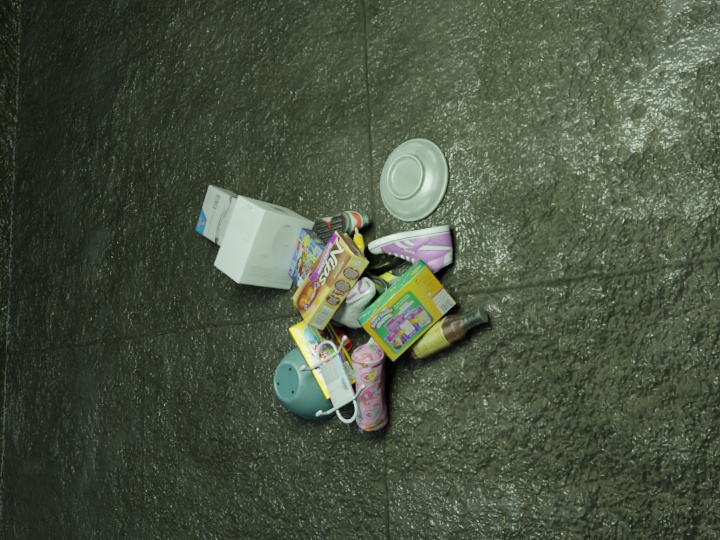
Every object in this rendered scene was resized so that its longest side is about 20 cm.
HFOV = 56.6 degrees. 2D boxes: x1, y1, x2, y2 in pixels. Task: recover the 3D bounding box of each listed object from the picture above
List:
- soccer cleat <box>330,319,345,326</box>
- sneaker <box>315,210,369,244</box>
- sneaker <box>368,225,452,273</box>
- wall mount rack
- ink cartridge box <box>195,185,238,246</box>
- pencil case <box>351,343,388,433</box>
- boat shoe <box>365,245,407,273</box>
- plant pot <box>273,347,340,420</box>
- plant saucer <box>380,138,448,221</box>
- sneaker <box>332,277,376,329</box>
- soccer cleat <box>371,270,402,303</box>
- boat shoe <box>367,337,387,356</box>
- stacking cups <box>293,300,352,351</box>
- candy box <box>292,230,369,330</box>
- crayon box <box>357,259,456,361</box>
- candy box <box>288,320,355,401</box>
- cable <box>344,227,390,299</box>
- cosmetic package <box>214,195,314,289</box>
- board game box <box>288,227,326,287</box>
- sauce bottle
[{"bbox_3d":[-0.080,0.051,1.714,0.064,0.083,0.203,-39,62,27],"label":"soccer cleat"},{"bbox_3d":[-0.046,-0.111,1.722,0.199,0.091,0.072,-14,85,64],"label":"sneaker"},{"bbox_3d":[0.117,-0.033,1.546,0.195,0.073,0.117,-8,91,15],"label":"sneaker"},{"bbox_3d":[-0.053,0.245,1.540,0.173,0.074,0.203,-35,68,30],"label":"wall mount rack"},{"bbox_3d":[-0.384,-0.147,1.977,0.198,0.083,0.148,28,102,38],"label":"ink cartridge box"},{"bbox_3d":[0.021,0.277,1.567,0.086,0.087,0.205,17,121,38],"label":"pencil case"},{"bbox_3d":[0.055,-0.038,1.633,0.199,0.060,0.073,-25,69,33],"label":"boat shoe"},{"bbox_3d":[-0.145,0.283,1.704,0.197,0.133,0.206,-5,82,37],"label":"plant pot"},{"bbox_3d":[0.118,-0.222,1.614,0.197,0.050,0.206,-5,82,37],"label":"plant saucer"},{"bbox_3d":[0.003,0.082,1.578,0.076,0.099,0.200,-61,9,-31],"label":"sneaker"},{"bbox_3d":[0.047,0.041,1.631,0.197,0.065,0.085,0,59,41],"label":"soccer cleat"},{"bbox_3d":[0.060,0.175,1.596,0.065,0.073,0.202,43,129,20],"label":"boat shoe"},{"bbox_3d":[-0.092,0.134,1.737,0.200,0.060,0.061,42,109,28],"label":"stacking cups"},{"bbox_3d":[-0.072,0.023,1.566,0.202,0.056,0.117,-56,36,15],"label":"candy box"},{"bbox_3d":[0.103,0.090,1.502,0.199,0.119,0.058,-42,17,2],"label":"crayon box"},{"bbox_3d":[-0.088,0.207,1.646,0.101,0.027,0.202,-28,73,-14],"label":"candy box"},{"bbox_3d":[0.000,0.000,1.594,0.097,0.050,0.202,-44,52,25],"label":"cable"},{"bbox_3d":[-0.257,-0.071,1.795,0.122,0.197,0.204,28,100,36],"label":"cosmetic package"},{"bbox_3d":[-0.129,-0.013,1.725,0.200,0.034,0.138,47,121,59],"label":"board game box"},{"bbox_3d":[0.195,0.139,1.501,0.198,0.065,0.067,-30,67,29],"label":"sauce bottle"}]
